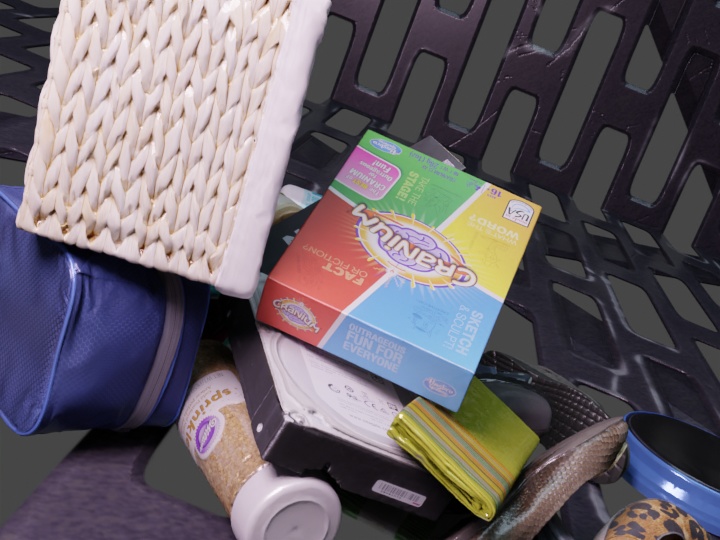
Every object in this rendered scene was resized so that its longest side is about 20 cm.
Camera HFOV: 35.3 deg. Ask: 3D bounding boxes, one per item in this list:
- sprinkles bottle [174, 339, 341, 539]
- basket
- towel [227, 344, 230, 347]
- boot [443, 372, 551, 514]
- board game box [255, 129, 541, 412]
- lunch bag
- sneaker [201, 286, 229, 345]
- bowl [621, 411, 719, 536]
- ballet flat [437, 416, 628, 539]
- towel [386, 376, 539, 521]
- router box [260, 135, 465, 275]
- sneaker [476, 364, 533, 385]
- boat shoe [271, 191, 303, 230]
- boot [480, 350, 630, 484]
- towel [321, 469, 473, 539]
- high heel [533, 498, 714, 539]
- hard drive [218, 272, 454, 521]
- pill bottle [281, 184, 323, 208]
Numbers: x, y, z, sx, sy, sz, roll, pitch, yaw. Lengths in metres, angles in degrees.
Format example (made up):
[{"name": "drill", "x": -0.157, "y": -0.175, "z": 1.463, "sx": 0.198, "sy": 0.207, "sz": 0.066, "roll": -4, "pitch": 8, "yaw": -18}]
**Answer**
[{"name": "sprinkles bottle", "x": -0.082, "y": 0.121, "z": 0.778, "sx": 0.068, "sy": 0.069, "sz": 0.200, "roll": 12, "pitch": 17, "yaw": -32}, {"name": "basket", "x": -0.122, "y": -0.113, "z": 0.763, "sx": 0.159, "sy": 0.203, "sz": 0.198, "roll": 13, "pitch": 15, "yaw": -9}, {"name": "towel", "x": -0.156, "y": 0.015, "z": 1.090, "sx": 0.198, "sy": 0.049, "sz": 0.171, "roll": 21, "pitch": 18, "yaw": -4}, {"name": "boot", "x": 0.076, "y": 0.140, "z": 0.875, "sx": 0.197, "sy": 0.071, "sz": 0.132, "roll": 3, "pitch": 25, "yaw": -18}, {"name": "board game box", "x": 0.035, "y": -0.008, "z": 0.809, "sx": 0.151, "sy": 0.041, "sz": 0.201, "roll": 24, "pitch": 41, "yaw": 5}, {"name": "lunch bag", "x": -0.203, "y": 0.025, "z": 0.809, "sx": 0.131, "sy": 0.137, "sz": 0.199, "roll": 7, "pitch": 20, "yaw": -45}, {"name": "sneaker", "x": -0.135, "y": 0.011, "z": 0.963, "sx": 0.199, "sy": 0.084, "sz": 0.121, "roll": -15, "pitch": 63, "yaw": -50}, {"name": "bowl", "x": 0.345, "y": 0.205, "z": 1.146, "sx": 0.198, "sy": 0.040, "sz": 0.201, "roll": 21, "pitch": 15, "yaw": -6}, {"name": "ballet flat", "x": 0.128, "y": 0.164, "z": 0.801, "sx": 0.199, "sy": 0.067, "sz": 0.047, "roll": -29, "pitch": 82, "yaw": -37}, {"name": "towel", "x": 0.077, "y": 0.114, "z": 0.783, "sx": 0.086, "sy": 0.018, "sz": 0.200, "roll": 45, "pitch": 15, "yaw": 9}, {"name": "router box", "x": 0.000, "y": 0.000, "z": 0.957, "sx": 0.199, "sy": 0.158, "sz": 0.052, "roll": -31, "pitch": 53, "yaw": -18}, {"name": "sneaker", "x": 0.079, "y": 0.096, "z": 1.044, "sx": 0.144, "sy": 0.078, "sz": 0.203, "roll": 8, "pitch": 27, "yaw": -7}, {"name": "boat shoe", "x": -0.058, "y": -0.007, "z": 1.002, "sx": 0.069, "sy": 0.073, "sz": 0.201, "roll": 50, "pitch": -14, "yaw": 34}, {"name": "boot", "x": 0.216, "y": 0.142, "z": 1.143, "sx": 0.130, "sy": 0.068, "sz": 0.199, "roll": 14, "pitch": 17, "yaw": -47}, {"name": "towel", "x": 0.039, "y": 0.173, "z": 0.861, "sx": 0.198, "sy": 0.024, "sz": 0.152, "roll": 27, "pitch": 17, "yaw": 11}, {"name": "high heel", "x": 0.212, "y": 0.233, "z": 0.830, "sx": 0.198, "sy": 0.072, "sz": 0.143, "roll": 16, "pitch": 25, "yaw": -22}, {"name": "hard drive", "x": -0.020, "y": 0.078, "z": 0.783, "sx": 0.139, "sy": 0.038, "sz": 0.200, "roll": 25, "pitch": 18, "yaw": -25}, {"name": "pill bottle", "x": -0.011, "y": -0.013, "z": 1.259, "sx": 0.198, "sy": 0.112, "sz": 0.111, "roll": 19, "pitch": 15, "yaw": -8}]
